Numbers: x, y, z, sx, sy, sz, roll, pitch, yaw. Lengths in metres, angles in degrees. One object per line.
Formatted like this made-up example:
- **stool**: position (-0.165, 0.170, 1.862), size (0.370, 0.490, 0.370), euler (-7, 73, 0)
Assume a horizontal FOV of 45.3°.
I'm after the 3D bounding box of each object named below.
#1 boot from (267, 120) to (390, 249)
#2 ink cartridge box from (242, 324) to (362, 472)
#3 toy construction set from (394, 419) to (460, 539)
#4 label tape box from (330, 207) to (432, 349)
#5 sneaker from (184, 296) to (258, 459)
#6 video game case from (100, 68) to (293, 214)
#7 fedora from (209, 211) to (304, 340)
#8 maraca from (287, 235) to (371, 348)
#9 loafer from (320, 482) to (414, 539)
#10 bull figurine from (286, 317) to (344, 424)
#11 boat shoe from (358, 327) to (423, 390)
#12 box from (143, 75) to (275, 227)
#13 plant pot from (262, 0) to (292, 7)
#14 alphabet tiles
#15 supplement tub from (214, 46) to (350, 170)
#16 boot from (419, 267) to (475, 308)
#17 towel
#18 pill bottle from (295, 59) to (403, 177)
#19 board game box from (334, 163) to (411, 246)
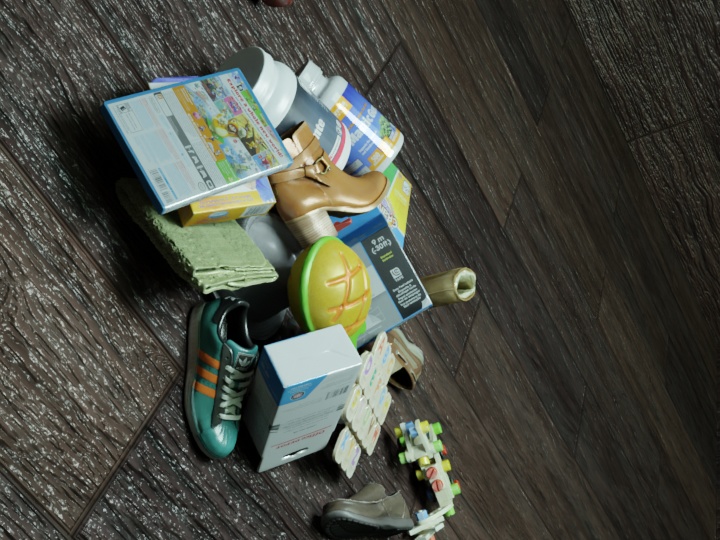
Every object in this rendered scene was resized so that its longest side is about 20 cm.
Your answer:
- **boot**: position (-0.047, -0.138, 1.205), size (0.200, 0.073, 0.156), euler (-42, 110, -42)
- **ink cartridge box**: position (-0.083, 0.168, 1.117), size (0.115, 0.201, 0.067), euler (-14, 54, -31)
- **toy construction set**: position (0.113, 0.336, 1.405), size (0.131, 0.091, 0.203), euler (7, 76, -81)
- **label tape box**: position (0.000, 0.000, 1.295), size (0.202, 0.142, 0.066), euler (61, 4, 3)
- **sneaker**: position (-0.170, 0.130, 1.080), size (0.071, 0.079, 0.203), euler (16, 63, -52)
- **video game case**: position (-0.190, -0.160, 1.032), size (0.199, 0.018, 0.144), euler (-26, 82, -40)
- **fedora**: position (-0.132, -0.008, 1.190), size (0.201, 0.089, 0.178), euler (55, 37, -27)
- **maraca**: position (-0.034, 0.043, 1.155), size (0.138, 0.106, 0.201), euler (-64, 147, -30)
- **loafer**: position (0.004, 0.351, 1.268), size (0.199, 0.072, 0.072), euler (29, 42, -54)
- **bull figurine**: position (-0.052, 0.136, 1.249), size (0.201, 0.064, 0.123), euler (62, 11, -49)
- **boat shoe**: position (0.041, 0.138, 1.404), size (0.199, 0.075, 0.073), euler (35, 50, -42)
- **box**: position (-0.192, -0.159, 1.066), size (0.118, 0.041, 0.203), euler (-12, 76, -37)
- **plant pot**: position (-0.141, -0.534, 1.337), size (0.196, 0.198, 0.203), euler (53, 37, -42)
- **alphabet tiles**: position (0.010, 0.197, 1.253), size (0.201, 0.014, 0.198), euler (69, 40, -60)
- **supplement tub**: position (-0.120, -0.211, 1.253), size (0.200, 0.139, 0.142), euler (39, 46, -41)
- **boot**: position (0.100, 0.038, 1.413), size (0.175, 0.198, 0.067), euler (-33, 105, -61)
- **towel**: position (-0.204, -0.046, 1.065), size (0.200, 0.037, 0.148), euler (46, 25, 25)
- **pill bottle**: position (-0.035, -0.242, 1.400), size (0.199, 0.112, 0.113), euler (40, 43, -18)
- **board game box**: position (0.024, -0.115, 1.519), size (0.153, 0.040, 0.202), euler (43, 43, -38)
